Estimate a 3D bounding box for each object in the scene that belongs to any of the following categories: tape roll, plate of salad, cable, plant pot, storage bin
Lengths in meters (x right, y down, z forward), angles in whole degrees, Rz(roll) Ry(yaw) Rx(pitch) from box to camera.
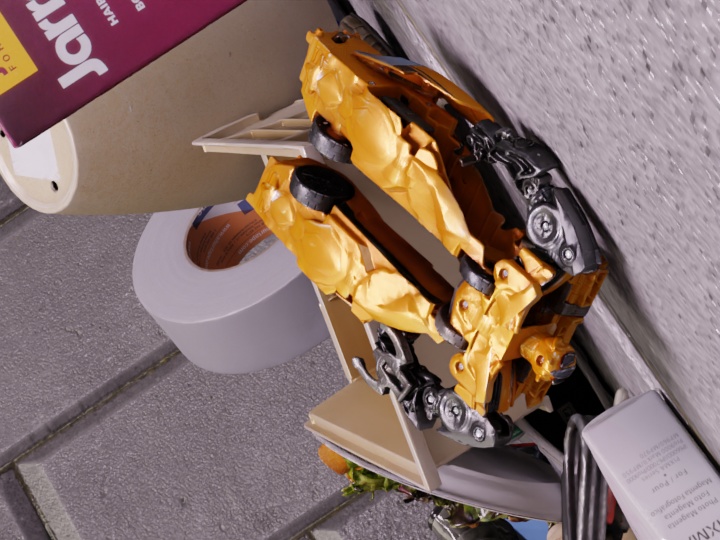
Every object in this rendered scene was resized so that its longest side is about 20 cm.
[{"bbox_3d":[-0.076,-0.019,1.177,0.066,0.199,0.201,55,-179,-37],"label":"tape roll"},{"bbox_3d":[0.060,0.138,1.004,0.198,0.049,0.200,16,-176,-1],"label":"plate of salad"},{"bbox_3d":[0.135,0.159,0.827,0.097,0.050,0.202,82,-172,-57],"label":"cable"},{"bbox_3d":[-0.140,-0.112,1.008,0.186,0.199,0.189,22,125,35],"label":"plant pot"},{"bbox_3d":[0.000,0.000,0.905,0.198,0.093,0.202,12,126,64],"label":"storage bin"}]

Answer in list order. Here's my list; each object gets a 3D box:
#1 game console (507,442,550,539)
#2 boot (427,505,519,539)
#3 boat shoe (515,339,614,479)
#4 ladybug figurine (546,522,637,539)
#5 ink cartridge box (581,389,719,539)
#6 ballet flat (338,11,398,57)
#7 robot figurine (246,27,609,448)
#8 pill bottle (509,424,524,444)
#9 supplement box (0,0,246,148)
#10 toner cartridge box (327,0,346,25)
[{"bbox_3d":[0.166,0.239,1.238,0.171,0.119,0.200,-10,136,42],"label":"game console"},{"bbox_3d":[0.086,0.209,1.065,0.130,0.068,0.200,41,-177,37],"label":"boot"},{"bbox_3d":[0.105,0.061,0.955,0.201,0.072,0.066,56,176,5],"label":"boat shoe"},{"bbox_3d":[0.176,0.228,0.887,0.201,0.135,0.072,55,-172,28],"label":"ladybug figurine"},{"bbox_3d":[0.192,0.173,0.742,0.201,0.057,0.163,63,-177,40],"label":"ink cartridge box"},{"bbox_3d":[0.029,-0.077,0.962,0.201,0.046,0.068,58,179,-43],"label":"ballet flat"},{"bbox_3d":[0.032,-0.018,0.690,0.058,0.146,0.200,-8,-138,-44],"label":"robot figurine"},{"bbox_3d":[0.084,0.069,1.136,0.114,0.113,0.200,57,180,19],"label":"pill bottle"},{"bbox_3d":[-0.115,-0.162,0.755,0.111,0.199,0.086,57,179,-13],"label":"supplement box"},{"bbox_3d":[0.009,-0.111,1.141,0.095,0.043,0.200,55,179,26],"label":"toner cartridge box"}]
